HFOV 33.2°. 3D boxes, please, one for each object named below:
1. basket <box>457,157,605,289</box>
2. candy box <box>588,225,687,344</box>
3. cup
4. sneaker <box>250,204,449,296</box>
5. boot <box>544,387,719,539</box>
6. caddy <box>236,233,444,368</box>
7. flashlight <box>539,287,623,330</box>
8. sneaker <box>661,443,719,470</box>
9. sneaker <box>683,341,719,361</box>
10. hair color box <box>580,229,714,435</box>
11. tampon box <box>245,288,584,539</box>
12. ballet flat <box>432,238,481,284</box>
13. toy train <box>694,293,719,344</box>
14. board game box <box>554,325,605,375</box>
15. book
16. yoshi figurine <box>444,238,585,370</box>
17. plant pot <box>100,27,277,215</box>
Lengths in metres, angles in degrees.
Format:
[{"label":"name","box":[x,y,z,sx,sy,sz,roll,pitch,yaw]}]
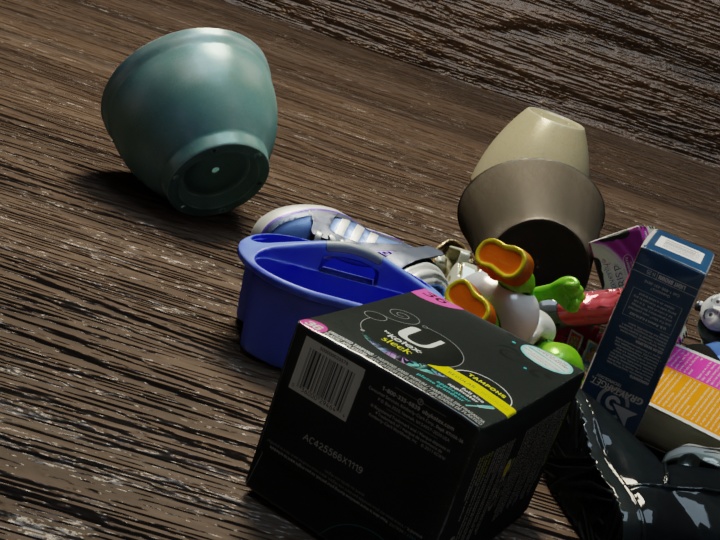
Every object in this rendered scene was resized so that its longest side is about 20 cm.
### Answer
[{"label":"basket","box":[0.199,-0.036,1.374,0.178,0.138,0.200,0,20,5]},{"label":"candy box","box":[0.311,0.023,1.342,0.060,0.138,0.200,-18,-4,18]},{"label":"cup","box":[0.298,-0.185,2.001,0.198,0.145,0.201,18,17,-5]},{"label":"sneaker","box":[0.000,0.000,1.218,0.198,0.081,0.146,13,15,-30]},{"label":"boot","box":[0.245,0.172,0.962,0.166,0.077,0.201,10,26,-16]},{"label":"caddy","box":[-0.020,0.025,1.077,0.198,0.106,0.142,15,19,-15]},{"label":"flashlight","box":[0.227,0.039,1.227,0.198,0.068,0.068,-7,44,25]},{"label":"sneaker","box":[0.352,0.194,1.022,0.198,0.075,0.088,25,20,17]},{"label":"sneaker","box":[0.375,0.144,1.233,0.077,0.071,0.200,-8,30,-16]},{"label":"hair color box","box":[0.238,0.072,1.053,0.060,0.202,0.100,24,17,15]},{"label":"tampon box","box":[0.044,0.109,0.858,0.149,0.128,0.199,27,19,23]},{"label":"ballet flat","box":[0.104,0.014,1.316,0.070,0.066,0.200,13,18,-11]},{"label":"toy train","box":[0.437,0.084,1.367,0.113,0.086,0.200,28,-4,29]},{"label":"board game box","box":[0.232,0.061,1.352,0.199,0.039,0.157,31,21,30]},{"label":"book","box":[0.328,0.128,1.150,0.198,0.049,0.133,24,36,27]},{"label":"yoshi figurine","box":[0.157,0.062,1.121,0.111,0.113,0.200,-11,-31,21]},{"label":"plant pot","box":[-0.175,-0.148,1.341,0.199,0.201,0.135,5,49,-38]}]
